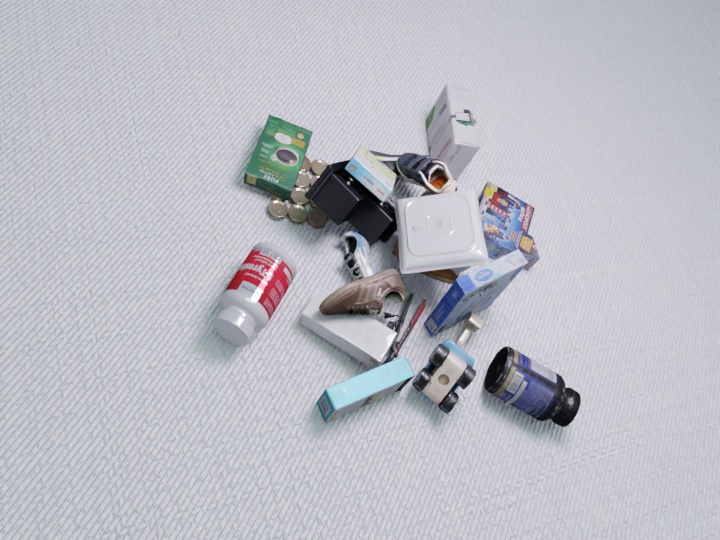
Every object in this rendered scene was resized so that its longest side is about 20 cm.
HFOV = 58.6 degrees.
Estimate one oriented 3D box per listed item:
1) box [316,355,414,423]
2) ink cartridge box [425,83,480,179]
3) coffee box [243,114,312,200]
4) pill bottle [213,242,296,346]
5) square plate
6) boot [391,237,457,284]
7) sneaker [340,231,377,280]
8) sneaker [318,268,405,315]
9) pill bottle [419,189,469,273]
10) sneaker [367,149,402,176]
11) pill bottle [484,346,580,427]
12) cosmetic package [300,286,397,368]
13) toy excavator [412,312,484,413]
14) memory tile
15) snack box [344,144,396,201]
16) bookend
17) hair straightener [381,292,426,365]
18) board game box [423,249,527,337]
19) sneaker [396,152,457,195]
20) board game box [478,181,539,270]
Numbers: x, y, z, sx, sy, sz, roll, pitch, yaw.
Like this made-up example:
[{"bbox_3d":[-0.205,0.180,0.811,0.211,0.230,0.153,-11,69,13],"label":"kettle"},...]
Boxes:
[{"bbox_3d":[0.011,0.244,1.325,0.196,0.083,0.050,-18,67,-29],"label":"box"},{"bbox_3d":[0.246,-0.371,1.727,0.082,0.147,0.205,7,60,-17],"label":"ink cartridge box"},{"bbox_3d":[-0.197,-0.274,1.546,0.120,0.044,0.204,19,56,-9],"label":"coffee box"},{"bbox_3d":[-0.220,0.050,1.330,0.110,0.113,0.203,29,55,-2],"label":"pill bottle"},{"bbox_3d":[0.177,-0.095,1.432,0.192,0.029,0.205,-6,58,5],"label":"square plate"},{"bbox_3d":[0.173,-0.069,1.492,0.198,0.157,0.073,33,8,32],"label":"boot"},{"bbox_3d":[0.000,0.000,1.464,0.071,0.072,0.204,5,53,-34],"label":"sneaker"},{"bbox_3d":[0.010,0.062,1.359,0.196,0.071,0.077,-23,72,-20],"label":"sneaker"},{"bbox_3d":[0.215,-0.100,1.581,0.109,0.113,0.205,-2,63,-21],"label":"pill bottle"},{"bbox_3d":[0.068,-0.252,1.653,0.194,0.072,0.085,5,81,-16],"label":"sneaker"},{"bbox_3d":[0.387,0.265,1.438,0.197,0.112,0.113,29,55,-3],"label":"pill bottle"},{"bbox_3d":[-0.026,0.125,1.383,0.197,0.051,0.083,31,57,10],"label":"cosmetic package"},{"bbox_3d":[0.204,0.191,1.425,0.099,0.200,0.197,35,99,2],"label":"toy excavator"},{"bbox_3d":[-0.147,-0.199,1.558,0.149,0.017,0.205,10,58,-15],"label":"memory tile"},{"bbox_3d":[0.027,-0.232,1.507,0.115,0.037,0.201,40,18,-7],"label":"snack box"},{"bbox_3d":[-0.004,-0.148,1.469,0.198,0.092,0.200,44,18,2],"label":"bookend"},{"bbox_3d":[0.078,0.130,1.450,0.076,0.041,0.202,26,60,11],"label":"hair straightener"},{"bbox_3d":[0.258,0.053,1.456,0.196,0.201,0.044,-22,67,-30],"label":"board game box"},{"bbox_3d":[0.160,-0.241,1.553,0.078,0.080,0.199,-43,60,-10],"label":"sneaker"},{"bbox_3d":[0.380,-0.102,1.676,0.197,0.062,0.203,30,55,-4],"label":"board game box"}]
